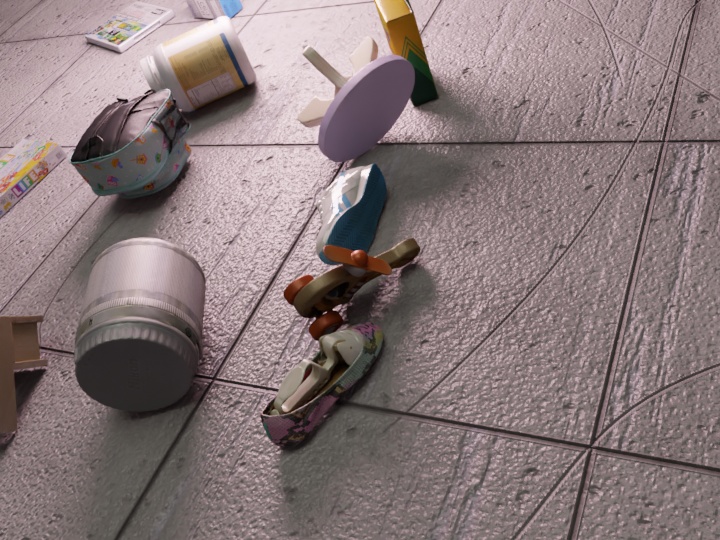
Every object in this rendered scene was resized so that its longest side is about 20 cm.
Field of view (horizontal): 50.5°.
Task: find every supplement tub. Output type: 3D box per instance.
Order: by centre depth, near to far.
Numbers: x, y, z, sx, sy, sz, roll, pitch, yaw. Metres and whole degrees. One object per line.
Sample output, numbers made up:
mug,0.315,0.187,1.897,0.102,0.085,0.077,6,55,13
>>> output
supplement tub,-0.328,-0.412,1.552,0.200,0.145,0.145,-25,41,-1

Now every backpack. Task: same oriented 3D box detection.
backpack,-0.416,-0.216,1.385,0.176,0.153,0.200,-6,35,23

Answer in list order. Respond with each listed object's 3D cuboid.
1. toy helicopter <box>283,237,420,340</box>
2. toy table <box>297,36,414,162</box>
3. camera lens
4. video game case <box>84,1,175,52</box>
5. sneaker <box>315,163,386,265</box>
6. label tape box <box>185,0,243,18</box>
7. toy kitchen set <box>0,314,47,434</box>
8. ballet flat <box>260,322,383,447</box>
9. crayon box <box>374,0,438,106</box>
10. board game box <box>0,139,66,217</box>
toy helicopter,0.000,0.000,1.000,0.200,0.132,0.079,-26,68,-28
toy table,-0.016,-0.290,1.269,0.200,0.184,0.117,-41,53,-3
camera lens,-0.293,0.067,1.030,0.160,0.160,0.200,-17,42,8
video game case,-0.612,-0.647,2.023,0.182,0.022,0.200,-43,46,-21
sneaker,-0.026,-0.077,1.127,0.081,0.077,0.200,-8,37,30
label tape box,-0.402,-0.701,1.886,0.200,0.143,0.066,15,54,36
toy kitchen set,-0.581,0.155,1.085,0.180,0.200,0.163,-8,85,18
ballet flat,-0.045,0.123,0.923,0.069,0.071,0.200,22,58,40
crayon box,0.073,-0.400,1.310,0.051,0.200,0.127,-20,41,5
board game box,-0.731,-0.196,1.602,0.134,0.034,0.200,11,52,34
